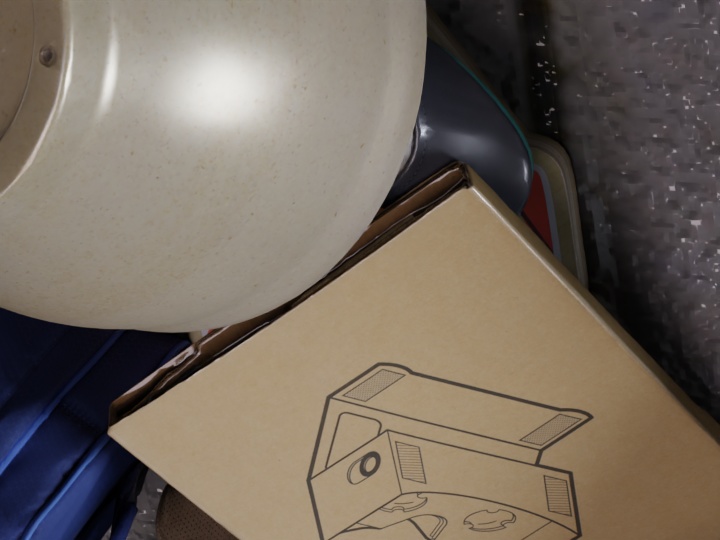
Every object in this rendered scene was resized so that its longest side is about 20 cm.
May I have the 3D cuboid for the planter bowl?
[{"bbox_3d":[-0.097,-0.075,0.676,0.199,0.135,0.202,3,95,30],"label":"planter bowl"}]

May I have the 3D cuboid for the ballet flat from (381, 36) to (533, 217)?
[{"bbox_3d":[-0.031,-0.075,0.758,0.200,0.073,0.073,41,132,9],"label":"ballet flat"}]

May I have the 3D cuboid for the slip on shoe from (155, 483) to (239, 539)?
[{"bbox_3d":[-0.055,0.105,0.907,0.060,0.076,0.200,22,144,0],"label":"slip on shoe"}]

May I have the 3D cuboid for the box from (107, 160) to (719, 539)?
[{"bbox_3d":[0.033,0.069,0.806,0.163,0.021,0.200,-35,123,19],"label":"box"}]

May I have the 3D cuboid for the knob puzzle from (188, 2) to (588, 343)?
[{"bbox_3d":[0.000,0.000,0.842,0.218,0.030,0.221,13,127,18],"label":"knob puzzle"}]

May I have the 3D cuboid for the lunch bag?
[{"bbox_3d":[-0.156,0.088,0.872,0.132,0.200,0.136,27,129,4],"label":"lunch bag"}]
